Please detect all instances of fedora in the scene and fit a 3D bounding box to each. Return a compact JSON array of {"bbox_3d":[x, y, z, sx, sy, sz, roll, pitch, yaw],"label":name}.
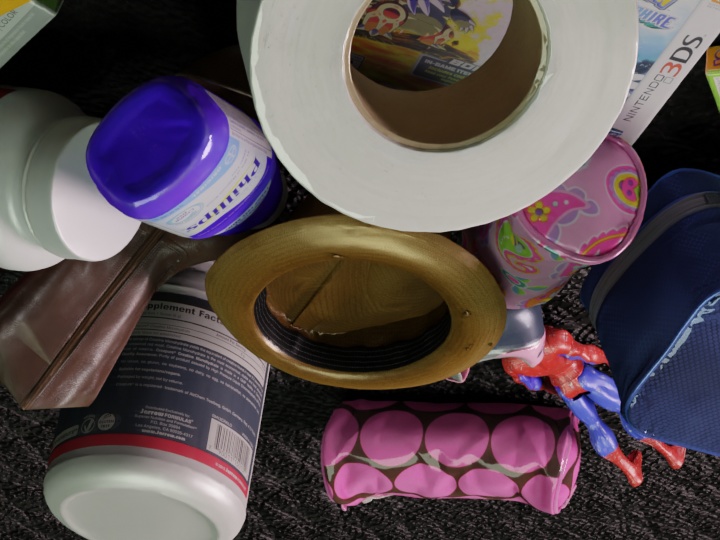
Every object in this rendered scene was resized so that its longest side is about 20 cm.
[{"bbox_3d":[0.000,0.000,1.253,0.200,0.082,0.201,7,146,5],"label":"fedora"}]

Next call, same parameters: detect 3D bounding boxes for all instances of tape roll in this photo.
[{"bbox_3d":[0.039,-0.123,1.011,0.202,0.071,0.203,-4,120,-8],"label":"tape roll"}]

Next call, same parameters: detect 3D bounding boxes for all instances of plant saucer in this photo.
[{"bbox_3d":[-0.012,-0.090,1.176,0.200,0.037,0.200,22,179,1],"label":"plant saucer"}]

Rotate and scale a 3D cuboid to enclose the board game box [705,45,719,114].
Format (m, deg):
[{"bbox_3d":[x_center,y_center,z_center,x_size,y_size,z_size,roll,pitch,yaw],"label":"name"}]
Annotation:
[{"bbox_3d":[0.279,-0.072,1.210,0.095,0.030,0.200,-5,142,21],"label":"board game box"}]

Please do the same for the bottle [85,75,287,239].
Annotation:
[{"bbox_3d":[-0.093,-0.059,1.175,0.084,0.065,0.200,-43,166,6],"label":"bottle"}]

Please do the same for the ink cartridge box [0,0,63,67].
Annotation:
[{"bbox_3d":[-0.276,-0.191,1.130,0.200,0.059,0.104,28,144,-26],"label":"ink cartridge box"}]

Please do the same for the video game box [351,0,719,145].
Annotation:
[{"bbox_3d":[0.095,-0.149,1.120,0.199,0.047,0.182,16,145,-11],"label":"video game box"}]

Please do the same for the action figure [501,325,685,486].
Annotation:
[{"bbox_3d":[0.162,0.084,1.458,0.065,0.052,0.200,-24,130,33],"label":"action figure"}]

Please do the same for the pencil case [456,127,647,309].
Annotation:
[{"bbox_3d":[0.112,-0.030,1.209,0.087,0.088,0.200,12,169,-5],"label":"pencil case"}]

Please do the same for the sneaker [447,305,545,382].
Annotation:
[{"bbox_3d":[0.036,0.050,1.397,0.200,0.070,0.082,-9,120,28],"label":"sneaker"}]

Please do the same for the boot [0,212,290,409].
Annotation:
[{"bbox_3d":[-0.137,0.024,1.302,0.186,0.200,0.064,35,174,-22],"label":"boot"}]

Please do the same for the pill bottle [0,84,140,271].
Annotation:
[{"bbox_3d":[-0.233,-0.060,1.224,0.200,0.112,0.112,9,152,35],"label":"pill bottle"}]

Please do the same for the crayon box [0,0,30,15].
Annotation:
[{"bbox_3d":[-0.177,-0.210,1.019,0.200,0.126,0.052,-18,-179,35],"label":"crayon box"}]

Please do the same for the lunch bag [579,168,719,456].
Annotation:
[{"bbox_3d":[0.246,0.029,1.221,0.200,0.132,0.136,19,125,-26],"label":"lunch bag"}]

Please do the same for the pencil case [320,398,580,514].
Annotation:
[{"bbox_3d":[0.072,0.148,1.543,0.199,0.091,0.094,2,112,14],"label":"pencil case"}]

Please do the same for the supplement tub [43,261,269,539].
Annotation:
[{"bbox_3d":[-0.137,0.086,1.387,0.140,0.200,0.140,6,149,4],"label":"supplement tub"}]
